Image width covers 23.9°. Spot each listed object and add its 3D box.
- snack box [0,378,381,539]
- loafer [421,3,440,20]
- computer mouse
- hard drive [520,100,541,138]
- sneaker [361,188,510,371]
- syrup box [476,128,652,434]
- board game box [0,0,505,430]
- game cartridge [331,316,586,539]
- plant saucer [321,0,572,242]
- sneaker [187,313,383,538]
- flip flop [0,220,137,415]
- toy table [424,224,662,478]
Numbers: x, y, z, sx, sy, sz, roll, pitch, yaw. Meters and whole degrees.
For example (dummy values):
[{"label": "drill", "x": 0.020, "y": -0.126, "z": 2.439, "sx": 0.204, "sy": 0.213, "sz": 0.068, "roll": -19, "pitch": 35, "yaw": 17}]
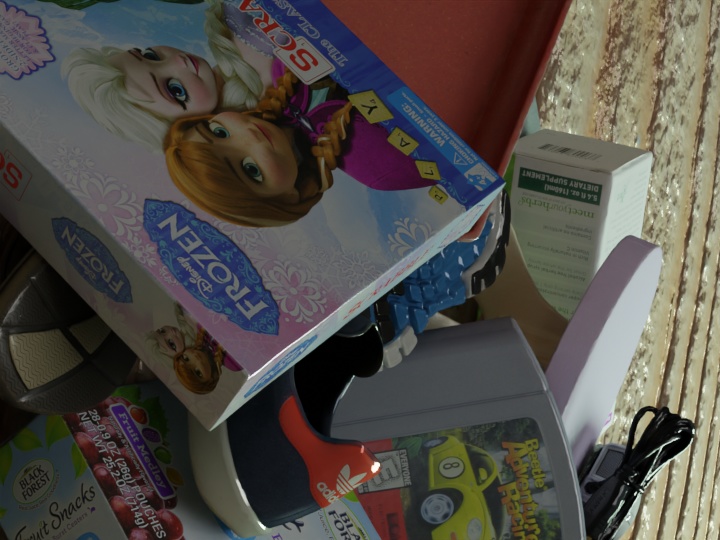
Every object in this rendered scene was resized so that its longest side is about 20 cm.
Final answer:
[{"label": "snack box", "x": -0.056, "y": 0.146, "z": 0.766, "sx": 0.168, "sy": 0.068, "sz": 0.200, "roll": -6, "pitch": 62, "yaw": -58}, {"label": "loafer", "x": 0.011, "y": -0.123, "z": 0.909, "sx": 0.073, "sy": 0.072, "sz": 0.200, "roll": 50, "pitch": 37, "yaw": -32}, {"label": "computer mouse", "x": 0.151, "y": 0.139, "z": 1.027, "sx": 0.110, "sy": 0.044, "sz": 0.200, "roll": -59, "pitch": 175, "yaw": -6}, {"label": "hard drive", "x": 0.053, "y": -0.083, "z": 1.057, "sx": 0.200, "sy": 0.033, "sz": 0.140, "roll": -45, "pitch": 130, "yaw": -48}, {"label": "sneaker", "x": 0.000, "y": 0.000, "z": 0.894, "sx": 0.200, "sy": 0.086, "sz": 0.075, "roll": -25, "pitch": 116, "yaw": -55}, {"label": "syrup box", "x": 0.128, "y": 0.016, "z": 1.107, "sx": 0.081, "sy": 0.079, "sz": 0.201, "roll": -26, "pitch": 127, "yaw": -58}, {"label": "board game box", "x": -0.064, "y": -0.058, "z": 0.720, "sx": 0.199, "sy": 0.200, "sz": 0.041, "roll": -38, "pitch": 169, "yaw": -47}, {"label": "game cartridge", "x": 0.052, "y": 0.130, "z": 0.910, "sx": 0.041, "sy": 0.133, "sz": 0.201, "roll": 10, "pitch": 70, "yaw": -89}, {"label": "plant saucer", "x": -0.005, "y": -0.126, "z": 0.851, "sx": 0.200, "sy": 0.200, "sz": 0.037, "roll": -66, "pitch": -176, "yaw": -30}, {"label": "sneaker", "x": -0.037, "y": 0.016, "z": 0.757, "sx": 0.075, "sy": 0.084, "sz": 0.201, "roll": 52, "pitch": 22, "yaw": -62}, {"label": "flip flop", "x": -0.126, "y": -0.009, "z": 0.742, "sx": 0.200, "sy": 0.057, "sz": 0.081, "roll": -76, "pitch": 158, "yaw": -52}, {"label": "toy table", "x": 0.085, "y": 0.059, "z": 1.003, "sx": 0.200, "sy": 0.117, "sz": 0.184, "roll": -61, "pitch": 159, "yaw": -18}]
